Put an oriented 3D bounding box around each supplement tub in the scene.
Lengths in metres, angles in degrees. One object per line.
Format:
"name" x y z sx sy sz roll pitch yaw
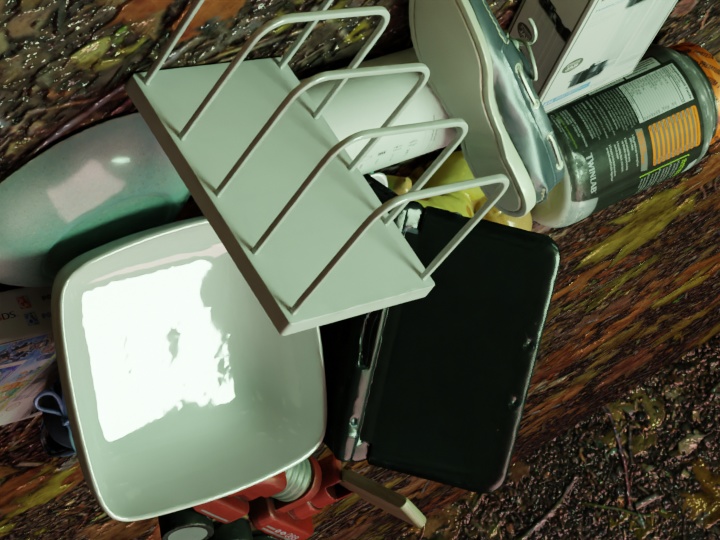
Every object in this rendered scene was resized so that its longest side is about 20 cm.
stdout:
"supplement tub" 0.230 -0.128 1.574 0.199 0.123 0.123 -24 162 -24

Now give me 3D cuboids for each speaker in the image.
"speaker" -0.007 -0.108 1.277 0.199 0.082 0.081 -21 161 -33

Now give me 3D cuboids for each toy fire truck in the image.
"toy fire truck" -0.060 0.187 1.512 0.199 0.130 0.176 -26 148 20

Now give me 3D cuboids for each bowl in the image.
"bowl" -0.129 0.061 1.264 0.198 0.202 0.074 -16 -164 -28

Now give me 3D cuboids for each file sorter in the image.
"file sorter" -0.024 -0.087 1.106 0.138 0.201 0.125 -13 152 -46

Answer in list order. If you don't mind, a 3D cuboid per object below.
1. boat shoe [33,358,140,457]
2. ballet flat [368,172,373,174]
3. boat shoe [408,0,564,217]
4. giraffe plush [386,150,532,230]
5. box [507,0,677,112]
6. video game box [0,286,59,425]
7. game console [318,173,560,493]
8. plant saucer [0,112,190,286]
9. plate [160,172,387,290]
"boat shoe" -0.212 0.116 1.367 0.068 0.084 0.200 -35 169 -22
"ballet flat" 0.000 0.000 1.452 0.070 0.202 0.071 -16 -157 7
"boat shoe" 0.097 -0.135 1.258 0.062 0.201 0.075 -38 -155 -27
"giraffe plush" 0.080 -0.034 1.536 0.162 0.201 0.172 -40 -178 -42
"box" 0.186 -0.209 1.367 0.116 0.060 0.200 -25 162 -22
"video game box" -0.275 0.071 1.356 0.181 0.047 0.200 -17 163 -46
"game console" 0.040 0.041 1.310 0.115 0.176 0.202 5 107 -27
"plant saucer" -0.186 -0.038 1.233 0.200 0.039 0.201 -30 164 -9
"plate" -0.063 0.035 1.377 0.198 0.032 0.202 -19 118 -26
